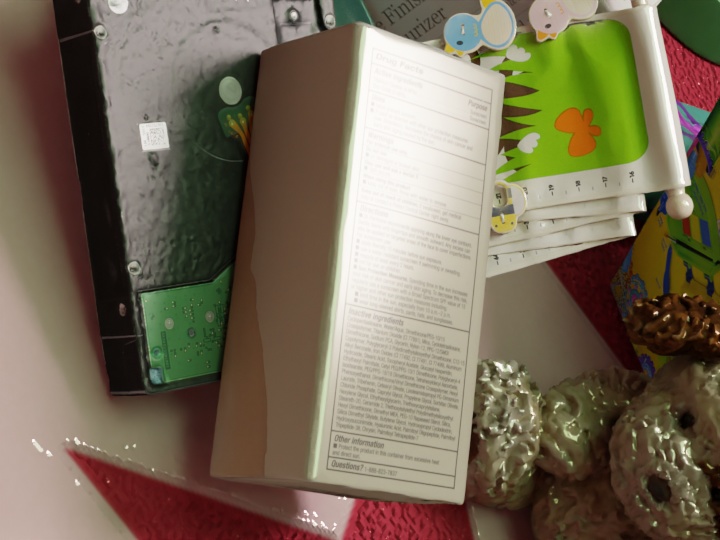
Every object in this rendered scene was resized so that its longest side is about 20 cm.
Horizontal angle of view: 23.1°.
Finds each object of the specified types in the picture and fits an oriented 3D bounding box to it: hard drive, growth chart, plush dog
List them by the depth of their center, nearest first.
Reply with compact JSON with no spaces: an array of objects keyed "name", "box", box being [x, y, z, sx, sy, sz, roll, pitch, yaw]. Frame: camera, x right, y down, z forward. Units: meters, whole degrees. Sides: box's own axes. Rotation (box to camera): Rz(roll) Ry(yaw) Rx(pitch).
[{"name":"hard drive","box":[-0.066,-0.051,0.819,0.139,0.038,0.201,-10,92,-39]},{"name":"growth chart","box":[0.067,-0.061,0.879,0.018,0.199,0.145,-52,122,-87]},{"name":"plush dog","box":[0.159,0.107,0.892,0.160,0.172,0.201,-16,79,-47]}]

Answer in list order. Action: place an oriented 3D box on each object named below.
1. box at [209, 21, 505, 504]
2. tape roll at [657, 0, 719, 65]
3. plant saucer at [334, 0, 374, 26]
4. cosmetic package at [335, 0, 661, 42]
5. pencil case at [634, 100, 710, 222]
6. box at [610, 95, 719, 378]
[{"name":"box","box":[0.000,0.000,0.794,0.095,0.078,0.201,15,77,-37]},{"name":"tape roll","box":[0.256,-0.245,1.271,0.200,0.048,0.201,22,54,-34]},{"name":"plant saucer","box":[-0.065,-0.101,0.891,0.199,0.027,0.201,17,64,-38]},{"name":"cosmetic package","box":[0.065,-0.206,0.983,0.200,0.165,0.165,51,44,-7]},{"name":"pencil case","box":[0.215,-0.063,1.100,0.199,0.092,0.086,13,59,-37]},{"name":"box","box":[0.251,0.025,0.961,0.121,0.193,0.201,-1,52,-21]}]
